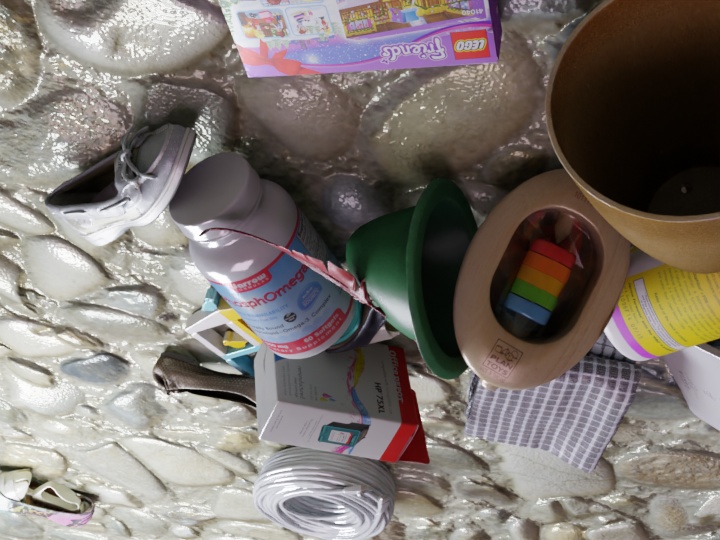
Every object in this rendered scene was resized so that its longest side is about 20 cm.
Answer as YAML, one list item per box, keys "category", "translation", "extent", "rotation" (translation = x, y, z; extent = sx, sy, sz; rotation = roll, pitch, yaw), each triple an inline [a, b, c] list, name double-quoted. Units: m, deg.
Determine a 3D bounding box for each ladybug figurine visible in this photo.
- category: "ladybug figurine"
  translation: [0.150, 0.009, 0.885]
  extent: [0.135, 0.201, 0.072]
  rotation: [30, 180, -2]

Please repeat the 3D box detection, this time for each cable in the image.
- category: "cable"
  translation: [-0.050, 0.310, 1.436]
  extent: [0.198, 0.070, 0.201]
  rotation: [7, 145, 7]

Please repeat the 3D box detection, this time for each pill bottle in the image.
- category: "pill bottle"
  translation: [-0.090, -0.013, 0.962]
  extent: [0.108, 0.110, 0.200]
  rotation: [-9, 140, 26]
- category: "pill bottle"
  translation: [0.305, 0.003, 0.879]
  extent: [0.199, 0.105, 0.104]
  rotation: [-24, 132, 40]

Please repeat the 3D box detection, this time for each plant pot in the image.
- category: "plant pot"
  translation: [0.241, -0.079, 0.744]
  extent: [0.184, 0.188, 0.200]
  rotation: [-3, 156, 20]

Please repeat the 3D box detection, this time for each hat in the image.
- category: "hat"
  translation: [0.000, 0.000, 0.923]
  extent: [0.174, 0.166, 0.201]
  rotation: [-2, 125, 27]

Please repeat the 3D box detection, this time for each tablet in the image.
- category: "tablet"
  translation: [0.362, 0.124, 1.047]
  extent: [0.130, 0.014, 0.200]
  rotation: [32, 167, 47]

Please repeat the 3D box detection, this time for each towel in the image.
- category: "towel"
  translation: [0.199, 0.132, 1.105]
  extent: [0.164, 0.086, 0.201]
  rotation: [9, 145, 5]

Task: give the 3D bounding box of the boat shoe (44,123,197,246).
- category: "boat shoe"
  translation: [-0.217, -0.081, 0.938]
  extent: [0.064, 0.075, 0.201]
  rotation: [29, 148, -31]

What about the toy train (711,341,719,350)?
- category: "toy train"
  translation: [0.371, 0.067, 0.992]
  extent: [0.149, 0.056, 0.200]
  rotation: [-16, 137, 33]

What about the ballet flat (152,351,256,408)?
- category: "ballet flat"
  translation: [-0.158, 0.145, 1.226]
  extent: [0.198, 0.047, 0.068]
  rotation: [15, 155, 13]

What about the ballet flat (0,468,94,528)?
- category: "ballet flat"
  translation: [-0.515, 0.354, 1.639]
  extent: [0.199, 0.069, 0.071]
  rotation: [23, 125, -22]

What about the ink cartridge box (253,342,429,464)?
- category: "ink cartridge box"
  translation: [-0.010, 0.134, 1.116]
  extent: [0.198, 0.117, 0.068]
  rotation: [13, 129, -20]

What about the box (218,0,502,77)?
- category: "box"
  translation: [-0.006, -0.205, 0.733]
  extent: [0.198, 0.039, 0.137]
  rotation: [0, 143, 15]

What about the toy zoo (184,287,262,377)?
- category: "toy zoo"
  translation: [-0.107, 0.081, 1.174]
  extent: [0.130, 0.021, 0.200]
  rotation: [-16, 137, 33]

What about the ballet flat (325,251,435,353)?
- category: "ballet flat"
  translation: [0.023, 0.036, 1.037]
  extent: [0.072, 0.074, 0.200]
  rotation: [22, 141, -15]
